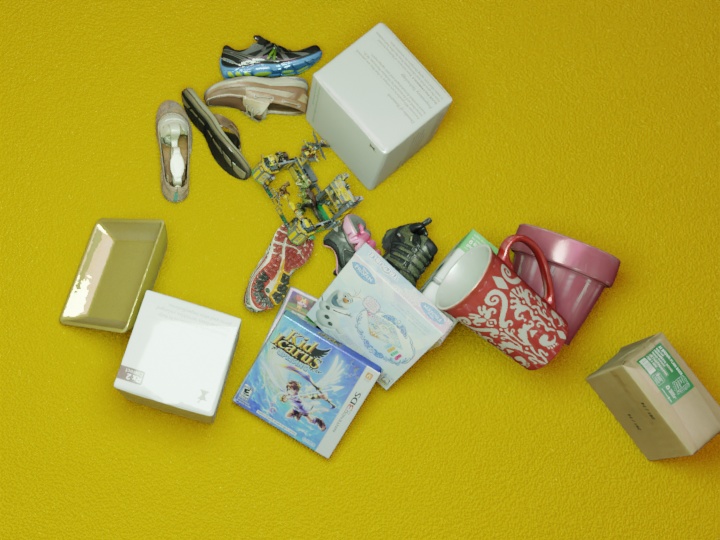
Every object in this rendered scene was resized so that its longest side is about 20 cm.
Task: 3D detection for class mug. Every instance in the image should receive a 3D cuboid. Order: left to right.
[{"bbox_3d":[0.256,0.055,1.559,0.200,0.134,0.177,38,115,-17],"label":"mug"}]

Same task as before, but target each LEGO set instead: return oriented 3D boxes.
[{"bbox_3d":[-0.090,-0.156,1.686,0.153,0.116,0.201,-10,68,-45],"label":"LEGO set"}]

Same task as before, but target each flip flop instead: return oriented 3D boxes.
[{"bbox_3d":[-0.258,-0.257,1.728,0.057,0.081,0.201,-33,83,-27],"label":"flip flop"}]

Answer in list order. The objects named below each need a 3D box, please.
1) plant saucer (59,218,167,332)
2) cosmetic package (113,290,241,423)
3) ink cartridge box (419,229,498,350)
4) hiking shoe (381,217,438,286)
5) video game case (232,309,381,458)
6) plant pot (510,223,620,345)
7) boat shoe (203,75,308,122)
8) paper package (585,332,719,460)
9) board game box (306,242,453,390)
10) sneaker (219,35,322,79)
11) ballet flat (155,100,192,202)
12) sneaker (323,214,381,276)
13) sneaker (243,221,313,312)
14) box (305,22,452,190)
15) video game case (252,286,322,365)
[{"bbox_3d":[-0.413,0.012,1.607,0.048,0.199,0.201,31,69,-46],"label":"plant saucer"},{"bbox_3d":[-0.299,0.150,1.560,0.164,0.200,0.166,17,75,-5],"label":"cosmetic package"},{"bbox_3d":[0.158,0.040,1.688,0.084,0.146,0.200,39,74,1],"label":"ink cartridge box"},{"bbox_3d":[0.087,-0.019,1.673,0.076,0.100,0.201,42,34,-32],"label":"hiking shoe"},{"bbox_3d":[-0.092,0.198,1.627,0.199,0.045,0.182,31,98,-2],"label":"video game case"},{"bbox_3d":[0.351,0.032,1.709,0.199,0.200,0.180,21,90,-4],"label":"plant pot"},{"bbox_3d":[-0.192,-0.319,1.753,0.198,0.076,0.072,-5,80,-9],"label":"boat shoe"},{"bbox_3d":[0.531,0.231,1.683,0.103,0.191,0.201,-35,83,-15],"label":"paper package"},{"bbox_3d":[0.028,0.083,1.612,0.200,0.199,0.043,43,46,2],"label":"board game box"},{"bbox_3d":[-0.170,-0.410,1.778,0.198,0.071,0.083,-8,85,-8],"label":"sneaker"},{"bbox_3d":[-0.337,-0.226,1.710,0.068,0.067,0.202,-6,78,-14],"label":"ballet flat"},{"bbox_3d":[0.000,0.000,1.720,0.095,0.079,0.201,-28,94,21],"label":"sneaker"},{"bbox_3d":[-0.155,-0.009,1.686,0.078,0.082,0.201,41,56,-14],"label":"sneaker"},{"bbox_3d":[0.027,-0.295,1.718,0.171,0.199,0.200,-41,85,-15],"label":"box"},{"bbox_3d":[-0.076,0.152,1.690,0.199,0.022,0.183,26,75,-2],"label":"video game case"}]
